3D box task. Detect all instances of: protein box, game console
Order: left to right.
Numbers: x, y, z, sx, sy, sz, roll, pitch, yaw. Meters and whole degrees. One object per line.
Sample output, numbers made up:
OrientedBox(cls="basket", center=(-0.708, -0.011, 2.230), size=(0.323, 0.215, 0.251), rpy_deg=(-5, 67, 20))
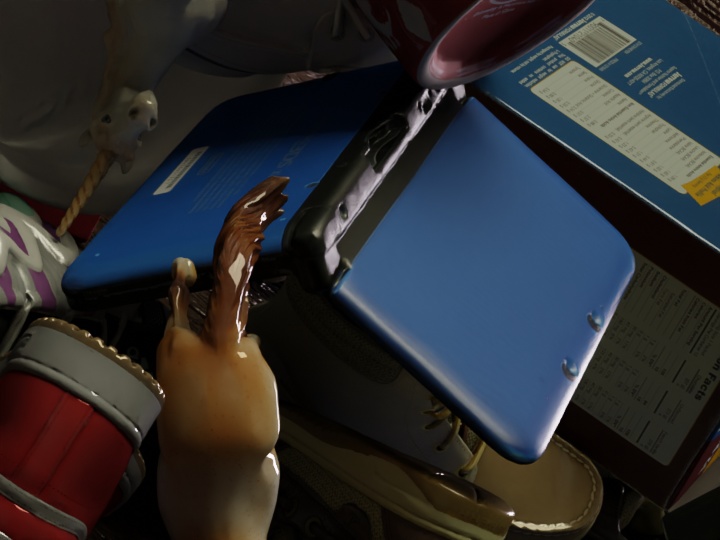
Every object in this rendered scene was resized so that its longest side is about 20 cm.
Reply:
OrientedBox(cls="game console", center=(0.000, 0.000, 1.214), size=(0.200, 0.170, 0.119), rpy_deg=(-54, 129, -60))
OrientedBox(cls="protein box", center=(0.135, -0.023, 1.454), size=(0.200, 0.135, 0.198), rpy_deg=(36, 32, 13))

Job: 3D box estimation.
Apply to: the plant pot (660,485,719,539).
OrientedBox(cls="plant pot", center=(0.277, 0.166, 1.272), size=(0.199, 0.177, 0.200), rpy_deg=(39, 20, -33))

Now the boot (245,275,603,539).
OrientedBox(cls="boot", center=(0.040, 0.056, 1.325), size=(0.200, 0.072, 0.155), rpy_deg=(26, -27, -8))

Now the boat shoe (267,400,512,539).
OrientedBox(cls="boat shoe", center=(-0.016, 0.096, 1.207), size=(0.073, 0.065, 0.200), rpy_deg=(28, -6, -28))

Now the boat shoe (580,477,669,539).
OrientedBox(cls="boat shoe", center=(0.125, 0.132, 1.431), size=(0.200, 0.065, 0.073), rpy_deg=(40, 16, 29))

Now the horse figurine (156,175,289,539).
OrientedBox(cls="horse figurine", center=(-0.049, 0.070, 1.068), size=(0.050, 0.200, 0.133), rpy_deg=(0, 13, -4))

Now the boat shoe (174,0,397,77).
OrientedBox(cls="boat shoe", center=(-0.002, -0.122, 1.297), size=(0.200, 0.074, 0.065), rpy_deg=(-5, 3, -31))

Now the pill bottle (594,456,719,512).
OrientedBox(cls="pill bottle", center=(0.176, 0.089, 1.599), size=(0.114, 0.114, 0.200), rpy_deg=(28, 14, -20))

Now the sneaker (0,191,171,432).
OrientedBox(cls="sneaker", center=(-0.118, 0.031, 1.198), size=(0.140, 0.078, 0.200), rpy_deg=(33, 14, 1))

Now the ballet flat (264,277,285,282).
OrientedBox(cls="ballet flat", center=(-0.108, -0.060, 1.618), size=(0.200, 0.067, 0.062), rpy_deg=(43, -12, 22))

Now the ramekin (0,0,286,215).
OrientedBox(cls="ramekin", center=(-0.132, -0.129, 1.308), size=(0.200, 0.201, 0.098), rpy_deg=(23, -7, -37))

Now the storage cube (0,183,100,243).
OrientedBox(cls="storage cube", center=(-0.191, -0.150, 1.464), size=(0.180, 0.171, 0.200), rpy_deg=(24, 16, -36))

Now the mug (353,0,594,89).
OrientedBox(cls="mug", center=(0.034, -0.197, 1.231), size=(0.200, 0.177, 0.133), rpy_deg=(58, -13, 15))

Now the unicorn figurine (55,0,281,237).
OrientedBox(cls="unicorn figurine", center=(-0.084, -0.133, 1.209), size=(0.074, 0.137, 0.200), rpy_deg=(-6, 74, -46))

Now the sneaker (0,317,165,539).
OrientedBox(cls="sneaker", center=(-0.126, 0.090, 1.031), size=(0.071, 0.113, 0.200), rpy_deg=(31, -17, 0))
